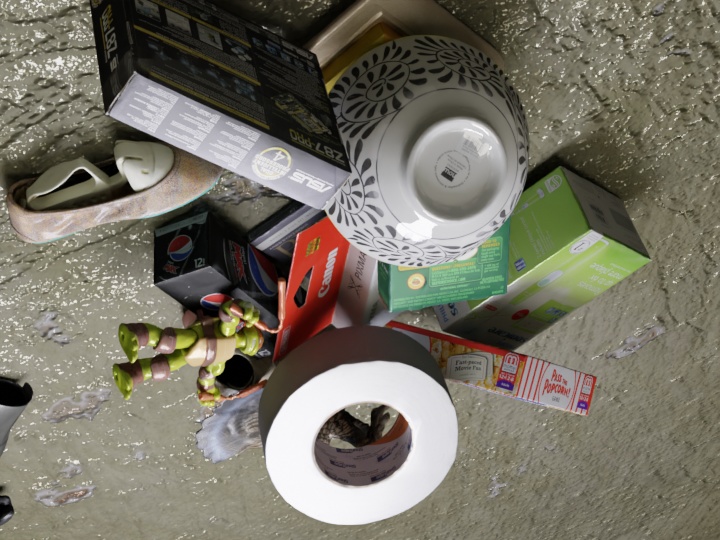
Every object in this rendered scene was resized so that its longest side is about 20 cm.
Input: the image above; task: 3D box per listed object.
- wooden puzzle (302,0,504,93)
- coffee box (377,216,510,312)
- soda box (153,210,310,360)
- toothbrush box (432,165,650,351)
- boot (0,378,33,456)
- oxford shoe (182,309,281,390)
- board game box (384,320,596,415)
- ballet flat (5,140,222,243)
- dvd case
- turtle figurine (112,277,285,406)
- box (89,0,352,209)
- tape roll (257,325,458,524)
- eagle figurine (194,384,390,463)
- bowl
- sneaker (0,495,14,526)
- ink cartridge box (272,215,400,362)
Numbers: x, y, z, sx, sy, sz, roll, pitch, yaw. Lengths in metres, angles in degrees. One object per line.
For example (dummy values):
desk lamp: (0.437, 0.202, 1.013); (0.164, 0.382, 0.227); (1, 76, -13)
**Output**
wooden puzzle: (0.011, -0.154, 1.232); (0.200, 0.037, 0.184); (-40, 139, 21)
coffee box: (0.077, -0.064, 1.257); (0.122, 0.044, 0.202); (-9, 120, -13)
soda box: (-0.126, 0.019, 1.391); (0.070, 0.064, 0.200); (-17, 149, 21)
toothbrush box: (0.186, -0.007, 1.479); (0.199, 0.087, 0.145); (-34, 150, 25)
boot: (-0.455, 0.162, 1.452); (0.199, 0.078, 0.139); (-2, 141, -44)
oxford shoe: (-0.134, 0.107, 1.507); (0.070, 0.074, 0.200); (-26, 149, 11)
board game box: (0.130, 0.104, 1.484); (0.199, 0.047, 0.151); (13, 176, 39)
ballet flat: (-0.221, -0.077, 1.224); (0.198, 0.068, 0.068); (-20, 139, -1)
dvd case: (0.000, -0.033, 1.428); (0.148, 0.016, 0.200); (-33, 143, 21)
turtle figurine: (-0.155, 0.067, 1.340); (0.160, 0.065, 0.201); (-7, 147, -28)
box: (-0.108, -0.146, 1.067); (0.199, 0.162, 0.049); (22, 122, -34)
tape roll: (-0.002, 0.158, 1.394); (0.198, 0.066, 0.202); (-5, 121, -9)
eagle figurine: (-0.071, 0.169, 1.509); (0.198, 0.151, 0.153); (14, 126, 5)
bowl: (0.066, -0.091, 1.150); (0.199, 0.094, 0.203); (-4, 105, -16)
sneaker: (-0.464, 0.257, 1.580); (0.090, 0.067, 0.200); (-25, 149, 6)
ink cartridge box: (0.000, 0.000, 1.355); (0.173, 0.043, 0.201); (-35, 154, -34)
